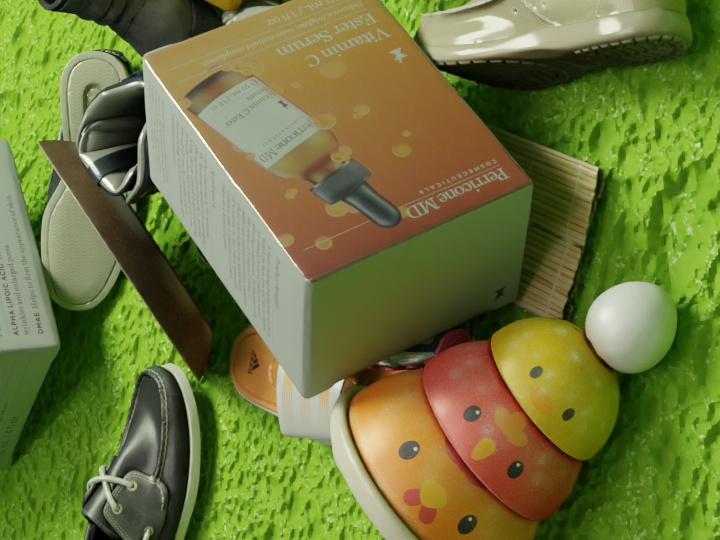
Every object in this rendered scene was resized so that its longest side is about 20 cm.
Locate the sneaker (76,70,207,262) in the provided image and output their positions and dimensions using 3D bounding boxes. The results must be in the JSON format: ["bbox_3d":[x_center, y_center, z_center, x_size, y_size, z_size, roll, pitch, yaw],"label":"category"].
[{"bbox_3d":[-0.123,-0.063,1.307,0.077,0.146,0.203,41,140,27],"label":"sneaker"}]

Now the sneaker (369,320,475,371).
[{"bbox_3d":[0.000,0.000,1.226,0.200,0.080,0.075,38,128,45],"label":"sneaker"}]

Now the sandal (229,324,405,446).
[{"bbox_3d":[-0.038,0.075,1.287,0.206,0.059,0.080,7,90,50],"label":"sandal"}]

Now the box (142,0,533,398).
[{"bbox_3d":[-0.017,-0.054,1.154,0.200,0.151,0.107,52,155,33],"label":"box"}]

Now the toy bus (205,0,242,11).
[{"bbox_3d":[-0.065,-0.284,1.343,0.201,0.065,0.079,-57,14,27],"label":"toy bus"}]

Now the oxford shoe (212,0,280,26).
[{"bbox_3d":[-0.076,-0.154,1.368,0.199,0.057,0.076,14,98,51],"label":"oxford shoe"}]

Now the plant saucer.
[{"bbox_3d":[-0.158,-0.014,1.374,0.032,0.201,0.200,-34,50,-4],"label":"plant saucer"}]

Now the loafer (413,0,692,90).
[{"bbox_3d":[0.110,-0.149,1.138,0.199,0.075,0.069,-2,80,45],"label":"loafer"}]

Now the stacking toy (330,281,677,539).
[{"bbox_3d":[0.093,0.073,1.103,0.200,0.146,0.147,-43,53,18],"label":"stacking toy"}]

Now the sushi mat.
[{"bbox_3d":[0.072,-0.042,1.209,0.199,0.012,0.097,28,106,48],"label":"sushi mat"}]

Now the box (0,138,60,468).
[{"bbox_3d":[-0.338,0.033,1.554,0.199,0.130,0.201,-58,43,51],"label":"box"}]

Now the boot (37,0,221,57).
[{"bbox_3d":[-0.173,-0.212,1.400,0.070,0.131,0.200,-57,24,12],"label":"boot"}]

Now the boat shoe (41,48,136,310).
[{"bbox_3d":[-0.203,-0.070,1.514,0.068,0.071,0.202,-92,10,-79],"label":"boat shoe"}]

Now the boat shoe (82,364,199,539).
[{"bbox_3d":[-0.162,0.166,1.405,0.072,0.067,0.202,17,96,51],"label":"boat shoe"}]
